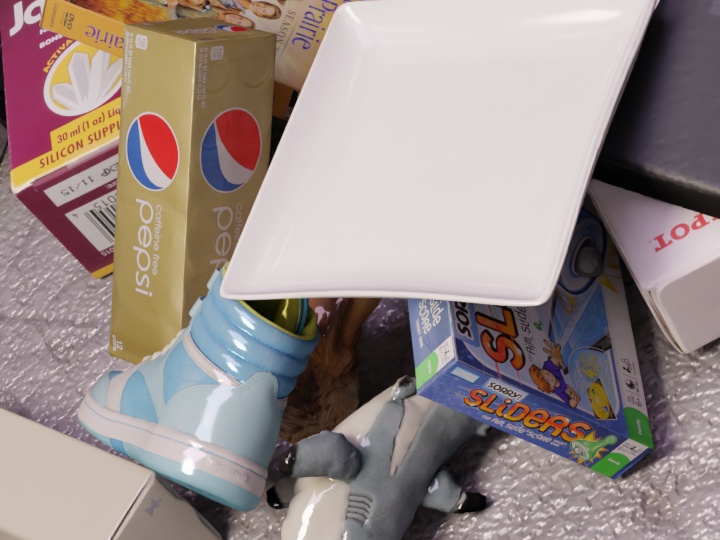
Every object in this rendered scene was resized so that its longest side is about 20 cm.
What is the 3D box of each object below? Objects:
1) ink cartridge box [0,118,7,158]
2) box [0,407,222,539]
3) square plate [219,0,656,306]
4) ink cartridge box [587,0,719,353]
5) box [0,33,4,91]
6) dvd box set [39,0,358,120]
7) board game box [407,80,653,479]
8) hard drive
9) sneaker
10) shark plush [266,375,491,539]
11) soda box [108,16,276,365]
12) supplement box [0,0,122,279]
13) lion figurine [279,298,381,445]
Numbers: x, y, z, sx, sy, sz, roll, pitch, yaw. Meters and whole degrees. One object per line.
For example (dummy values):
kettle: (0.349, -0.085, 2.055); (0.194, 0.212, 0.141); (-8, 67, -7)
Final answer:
ink cartridge box: (-0.343, -0.020, 1.762); (0.173, 0.044, 0.201); (-4, 54, 31)
box: (-0.181, 0.134, 1.508); (0.200, 0.082, 0.069); (17, 67, 43)
square plate: (0.043, -0.060, 1.358); (0.199, 0.028, 0.199); (1, 56, 34)
ink cartridge box: (0.185, -0.076, 1.405); (0.146, 0.083, 0.200); (-28, 55, 6)
box: (-0.304, -0.202, 1.719); (0.117, 0.201, 0.197); (-5, 21, 30)
dvd box set: (-0.079, -0.163, 1.605); (0.199, 0.029, 0.147); (21, 43, 2)
board game box: (0.082, 0.003, 1.398); (0.034, 0.135, 0.201); (-43, 37, 35)
hard drive: (0.216, -0.117, 1.344); (0.139, 0.033, 0.200); (19, 70, 30)
sneaker: (-0.082, 0.051, 1.438); (0.200, 0.079, 0.131); (17, 83, 63)
shark plush: (0.033, 0.105, 1.415); (0.200, 0.091, 0.083); (-32, 78, -28)
soda box: (-0.098, -0.042, 1.520); (0.064, 0.068, 0.201); (16, 109, 41)
supplement box: (-0.148, -0.117, 1.668); (0.131, 0.103, 0.200); (-26, 45, 14)
lion figurine: (0.000, 0.000, 1.466); (0.123, 0.072, 0.201); (-109, 42, -67)
